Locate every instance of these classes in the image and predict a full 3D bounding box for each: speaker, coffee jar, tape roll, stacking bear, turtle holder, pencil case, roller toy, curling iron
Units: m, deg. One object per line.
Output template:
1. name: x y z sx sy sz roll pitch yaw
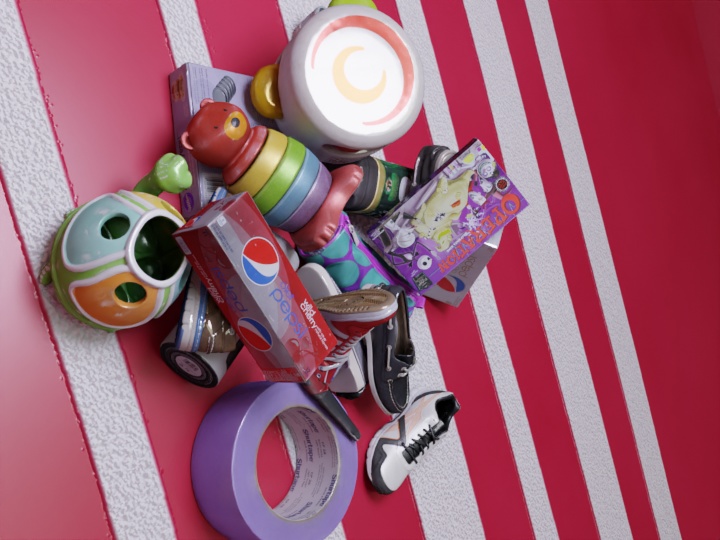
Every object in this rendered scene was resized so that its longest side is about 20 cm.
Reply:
1. speaker: -0.154 0.040 0.905 0.081 0.081 0.200 52 48 -25
2. coffee jar: 0.031 -0.120 1.115 0.199 0.104 0.086 8 91 -45
3. tape roll: -0.101 0.235 0.915 0.199 0.085 0.201 12 74 -45
4. stacking bear: -0.117 -0.123 0.891 0.200 0.114 0.122 36 66 -24
5. turtle holder: -0.234 -0.024 0.797 0.186 0.131 0.141 -45 113 -42
6. pencil case: 0.000 0.000 1.066 0.200 0.092 0.085 43 44 -33
7. roller toy: -0.023 -0.234 0.969 0.182 0.140 0.200 46 72 -13
8. curling iron: -0.049 0.134 0.911 0.050 0.025 0.200 -48 115 -38

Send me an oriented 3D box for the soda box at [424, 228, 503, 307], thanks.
1. soda box: 0.157 -0.020 1.161 0.068 0.200 0.064 22 60 0

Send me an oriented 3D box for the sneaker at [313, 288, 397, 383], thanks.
1. sneaker: -0.021 0.091 0.946 0.071 0.199 0.113 -30 105 -47

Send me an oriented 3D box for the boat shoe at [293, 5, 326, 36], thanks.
1. boat shoe: -0.025 -0.294 1.074 0.070 0.071 0.201 -19 72 -47

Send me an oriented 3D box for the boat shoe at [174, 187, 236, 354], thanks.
1. boat shoe: -0.157 0.002 0.842 0.072 0.072 0.201 15 65 -17

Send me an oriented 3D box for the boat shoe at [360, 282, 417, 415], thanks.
1. boat shoe: 0.047 0.111 1.032 0.074 0.060 0.201 -37 122 -58

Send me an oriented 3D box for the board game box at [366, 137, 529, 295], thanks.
1. board game box: 0.121 -0.073 1.037 0.120 0.200 0.032 47 8 -18

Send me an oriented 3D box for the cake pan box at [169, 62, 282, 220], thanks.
1. cake pan box: -0.151 -0.155 0.973 0.184 0.052 0.201 -3 84 -45

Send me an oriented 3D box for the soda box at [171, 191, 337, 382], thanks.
1. soda box: -0.107 0.022 0.784 0.070 0.063 0.201 -49 119 -42

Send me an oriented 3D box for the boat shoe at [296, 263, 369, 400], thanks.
1. boat shoe: -0.027 0.072 1.046 0.093 0.074 0.201 -36 115 -51

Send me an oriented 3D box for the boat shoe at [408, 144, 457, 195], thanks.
1. boat shoe: 0.095 -0.084 1.085 0.067 0.057 0.201 0 110 -39

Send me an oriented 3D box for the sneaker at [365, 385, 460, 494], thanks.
1. sneaker: 0.079 0.246 1.106 0.074 0.080 0.200 57 49 -23
